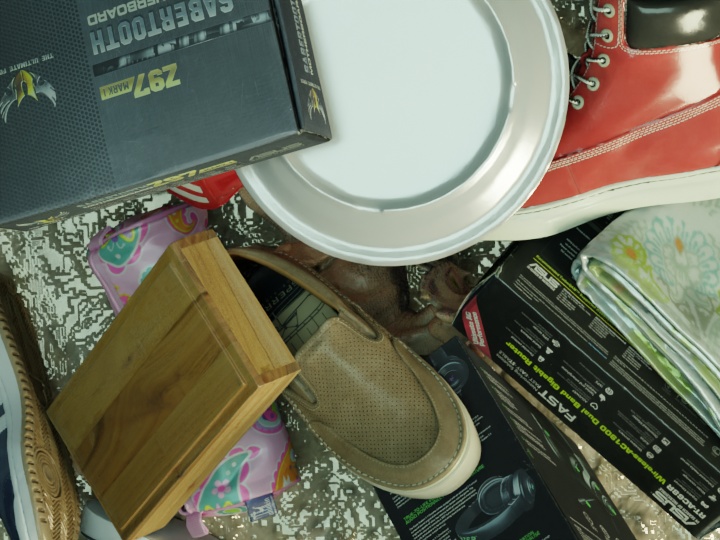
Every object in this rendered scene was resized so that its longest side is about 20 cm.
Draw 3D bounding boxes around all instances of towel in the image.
[{"bbox_3d":[0.235,0.008,1.344,0.171,0.200,0.048,48,142,6],"label":"towel"}]

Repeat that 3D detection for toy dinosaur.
[{"bbox_3d":[0.000,0.000,1.425,0.135,0.086,0.200,-36,75,0],"label":"toy dinosaur"}]

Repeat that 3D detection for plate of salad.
[{"bbox_3d":[0.017,-0.103,1.286,0.199,0.048,0.201,0,91,9],"label":"plate of salad"}]

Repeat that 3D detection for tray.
[{"bbox_3d":[-0.115,0.072,1.363,0.099,0.037,0.200,57,140,15],"label":"tray"}]

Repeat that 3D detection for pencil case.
[{"bbox_3d":[-0.104,0.059,1.438,0.087,0.087,0.201,-19,92,9],"label":"pencil case"}]

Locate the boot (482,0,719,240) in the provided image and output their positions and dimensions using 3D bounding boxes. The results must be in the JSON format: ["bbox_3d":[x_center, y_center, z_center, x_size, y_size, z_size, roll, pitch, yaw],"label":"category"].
[{"bbox_3d":[0.116,-0.100,1.297,0.199,0.073,0.145,-13,120,9],"label":"boot"}]

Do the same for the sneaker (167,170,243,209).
[{"bbox_3d":[-0.044,-0.089,1.371,0.199,0.116,0.079,2,68,-9],"label":"sneaker"}]

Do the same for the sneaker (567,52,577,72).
[{"bbox_3d":[0.057,-0.089,1.405,0.199,0.075,0.080,-4,76,17],"label":"sneaker"}]

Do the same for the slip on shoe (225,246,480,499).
[{"bbox_3d":[-0.013,0.053,1.309,0.076,0.061,0.200,-44,56,3],"label":"slip on shoe"}]

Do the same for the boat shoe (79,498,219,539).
[{"bbox_3d":[-0.094,0.211,1.462,0.199,0.072,0.068,25,98,-2],"label":"boat shoe"}]

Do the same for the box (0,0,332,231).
[{"bbox_3d":[-0.127,-0.122,1.275,0.199,0.051,0.159,-15,83,19],"label":"box"}]

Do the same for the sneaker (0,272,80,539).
[{"bbox_3d":[-0.246,0.108,1.445,0.108,0.070,0.201,-23,62,10],"label":"sneaker"}]

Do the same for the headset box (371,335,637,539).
[{"bbox_3d":[0.093,0.155,1.344,0.093,0.174,0.200,-37,53,9],"label":"headset box"}]

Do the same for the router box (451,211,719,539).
[{"bbox_3d":[0.172,0.037,1.368,0.200,0.150,0.062,42,140,2],"label":"router box"}]
